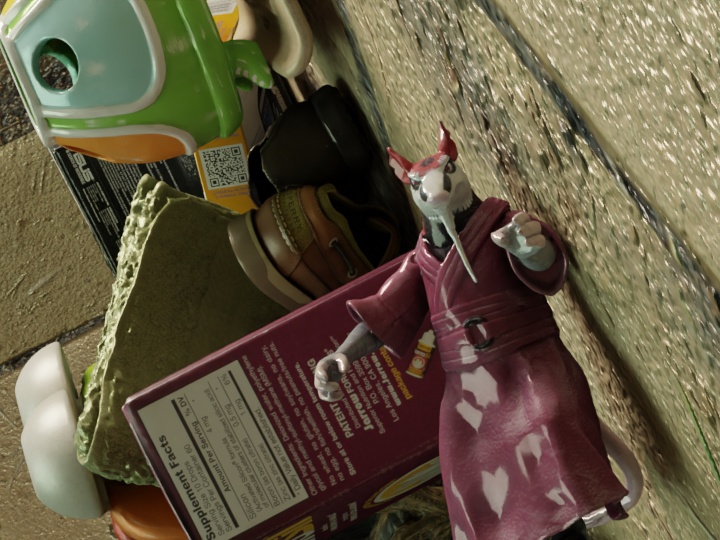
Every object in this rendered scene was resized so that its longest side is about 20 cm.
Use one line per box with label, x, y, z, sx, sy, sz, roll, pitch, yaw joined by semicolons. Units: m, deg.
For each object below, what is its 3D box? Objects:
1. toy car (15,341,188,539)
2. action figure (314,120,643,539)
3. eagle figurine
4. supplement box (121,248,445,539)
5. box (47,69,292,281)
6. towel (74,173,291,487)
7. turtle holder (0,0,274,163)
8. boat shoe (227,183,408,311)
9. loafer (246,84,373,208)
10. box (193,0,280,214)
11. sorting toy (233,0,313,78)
toy car;-0.124;0.116;1.551;0.200;0.175;0.150;-121;15;-69
action figure;0.068;0.029;1.055;0.149;0.134;0.200;-12;-95;-53
eagle figurine;0.031;0.152;1.521;0.152;0.151;0.200;65;168;2
supplement box;-0.016;0.081;1.308;0.103;0.200;0.131;61;174;12
box;-0.106;-0.044;1.663;0.200;0.164;0.086;64;174;-20
towel;-0.091;0.051;1.436;0.036;0.148;0.200;-34;39;51
turtle holder;-0.141;-0.148;1.352;0.141;0.131;0.186;-127;15;-62
boat shoe;0.000;0.000;1.423;0.200;0.068;0.072;25;-143;-63
loafer;-0.040;-0.066;1.462;0.073;0.071;0.200;62;174;8
box;-0.074;-0.067;1.547;0.119;0.041;0.200;-76;-23;-65
sorting toy;-0.077;-0.215;1.347;0.185;0.036;0.200;-140;28;-73
